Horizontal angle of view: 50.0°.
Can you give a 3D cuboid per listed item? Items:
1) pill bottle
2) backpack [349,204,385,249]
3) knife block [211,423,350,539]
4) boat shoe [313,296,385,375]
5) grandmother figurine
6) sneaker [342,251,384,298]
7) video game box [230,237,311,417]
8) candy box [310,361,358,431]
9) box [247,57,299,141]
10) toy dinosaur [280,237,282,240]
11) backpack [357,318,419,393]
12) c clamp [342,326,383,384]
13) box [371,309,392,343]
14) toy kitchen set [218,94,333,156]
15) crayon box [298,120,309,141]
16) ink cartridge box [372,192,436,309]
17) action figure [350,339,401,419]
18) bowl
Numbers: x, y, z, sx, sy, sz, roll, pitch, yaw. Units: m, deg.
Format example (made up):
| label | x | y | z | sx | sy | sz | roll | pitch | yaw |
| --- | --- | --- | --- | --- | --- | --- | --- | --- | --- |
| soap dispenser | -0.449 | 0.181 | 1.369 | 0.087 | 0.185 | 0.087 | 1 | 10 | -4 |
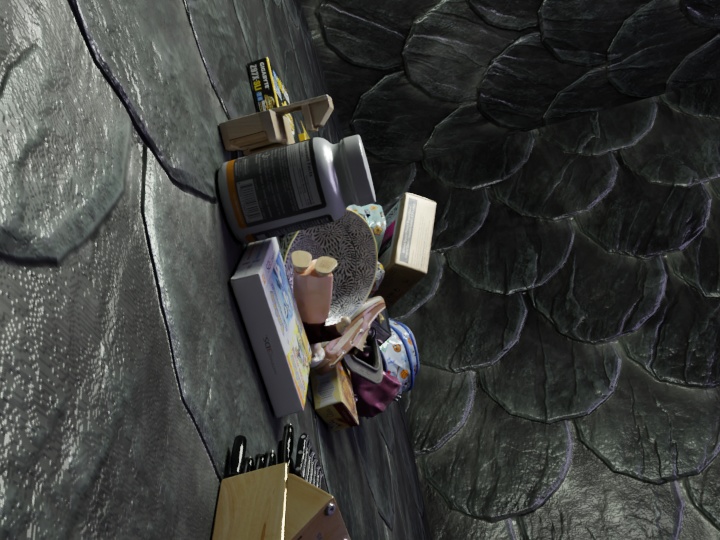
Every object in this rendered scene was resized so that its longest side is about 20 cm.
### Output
| label | x | y | z | sx | sy | sz | roll | pitch | yaw |
| --- | --- | --- | --- | --- | --- | --- | --- | --- | --- |
| pill bottle | -0.085 | -0.114 | 1.057 | 0.116 | 0.198 | 0.118 | -14 | 90 | -86 |
| backpack | -0.034 | -0.081 | 1.555 | 0.201 | 0.151 | 0.177 | -110 | -150 | -54 |
| knife block | -0.105 | 0.236 | 0.729 | 0.200 | 0.174 | 0.065 | -39 | 124 | -34 |
| boat shoe | -0.024 | 0.112 | 1.340 | 0.075 | 0.199 | 0.072 | -18 | -77 | 53 |
| grandmother figurine | -0.073 | 0.071 | 1.194 | 0.061 | 0.120 | 0.202 | -51 | 155 | -52 |
| sneaker | 0.000 | 0.000 | 1.427 | 0.078 | 0.082 | 0.200 | 43 | -13 | 13 |
| video game box | -0.118 | 0.069 | 1.066 | 0.182 | 0.046 | 0.202 | -84 | 160 | -70 |
| candy box | -0.056 | 0.174 | 1.399 | 0.116 | 0.055 | 0.202 | 65 | 12 | -56 |
| box | -0.170 | -0.318 | 1.572 | 0.200 | 0.049 | 0.162 | 48 | 26 | -79 |
| toy dinosaur | -0.129 | -0.147 | 1.420 | 0.201 | 0.135 | 0.086 | 56 | -39 | 3 |
| backpack | 0.048 | 0.202 | 1.742 | 0.190 | 0.153 | 0.202 | 23 | -48 | 65 |
| c clamp | -0.007 | 0.121 | 1.450 | 0.200 | 0.027 | 0.172 | 44 | 32 | -50 |
| box | -0.024 | 0.048 | 1.666 | 0.198 | 0.050 | 0.201 | 42 | 18 | -20 |
| toy kitchen set | -0.103 | -0.165 | 1.217 | 0.200 | 0.161 | 0.183 | -65 | 140 | -82 |
| crayon box | -0.127 | -0.227 | 1.789 | 0.127 | 0.050 | 0.202 | 63 | 15 | -71 |
| ink cartridge box | 0.074 | -0.036 | 1.568 | 0.200 | 0.074 | 0.166 | 131 | -28 | -58 |
| action figure | -0.007 | 0.207 | 1.593 | 0.200 | 0.134 | 0.148 | 48 | -16 | -25 |
| bowl | -0.075 | -0.011 | 1.282 | 0.094 | 0.200 | 0.203 | 18 | -47 | 48 |
